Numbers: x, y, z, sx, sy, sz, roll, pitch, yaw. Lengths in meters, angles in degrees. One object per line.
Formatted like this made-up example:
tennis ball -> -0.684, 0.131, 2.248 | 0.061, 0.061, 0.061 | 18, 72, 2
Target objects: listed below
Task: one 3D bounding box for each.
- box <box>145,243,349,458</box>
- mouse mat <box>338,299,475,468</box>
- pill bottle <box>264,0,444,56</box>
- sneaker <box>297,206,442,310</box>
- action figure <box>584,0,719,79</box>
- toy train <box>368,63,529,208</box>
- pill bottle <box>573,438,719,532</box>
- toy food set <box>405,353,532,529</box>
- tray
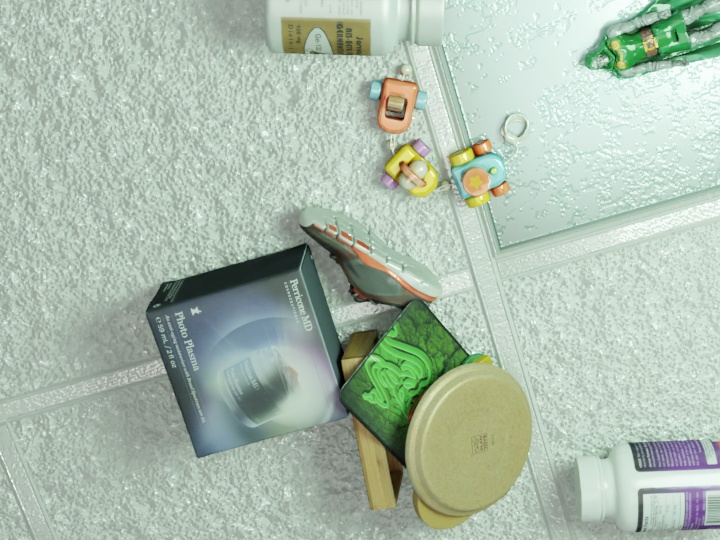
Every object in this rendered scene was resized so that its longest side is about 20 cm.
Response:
box -> -0.131, 0.096, 1.559 | 0.198, 0.123, 0.200 | -16, 105, 5
mouse mat -> 0.077, 0.153, 1.561 | 0.161, 0.008, 0.200 | -51, 119, -15
pill bottle -> -0.005, -0.301, 1.442 | 0.199, 0.114, 0.115 | 2, 106, 2
sneaker -> 0.000, 0.000, 1.552 | 0.200, 0.077, 0.082 | 33, 111, -6
action figure -> 0.355, -0.271, 1.471 | 0.200, 0.055, 0.118 | -19, 107, 12
toy train -> 0.097, -0.152, 1.512 | 0.200, 0.056, 0.151 | 16, 106, -2
pill bottle -> 0.371, 0.269, 1.594 | 0.199, 0.111, 0.112 | -3, 106, 3
toy food set -> 0.135, 0.209, 1.573 | 0.198, 0.049, 0.200 | -30, 112, -25
tray -> 0.015, 0.185, 1.589 | 0.037, 0.099, 0.200 | -9, 105, 10
